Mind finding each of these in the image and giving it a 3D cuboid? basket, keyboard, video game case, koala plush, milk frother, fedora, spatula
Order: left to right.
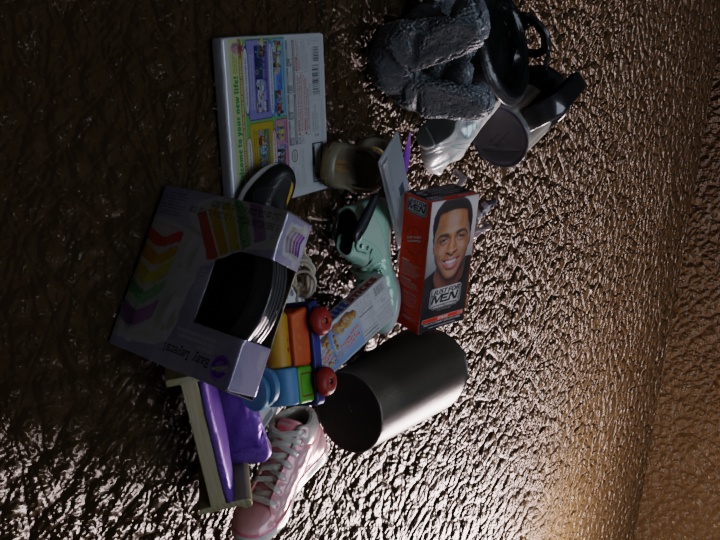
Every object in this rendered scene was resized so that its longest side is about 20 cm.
[{"bbox_3d":[-0.107,-0.188,0.964,0.181,0.022,0.205,-23,118,-49],"label":"video game case"},{"bbox_3d":[0.035,-0.112,1.082,0.201,0.020,0.057,-57,157,-32],"label":"spatula"},{"bbox_3d":[0.039,0.174,1.119,0.198,0.178,0.139,-17,83,-55],"label":"basket"},{"bbox_3d":[0.054,-0.109,1.091,0.201,0.010,0.057,72,38,-56],"label":"keyboard"},{"bbox_3d":[0.112,-0.342,1.136,0.180,0.179,0.203,76,21,-43],"label":"koala plush"},{"bbox_3d":[0.205,-0.358,1.267,0.199,0.090,0.206,16,70,-51],"label":"fedora"},{"bbox_3d":[0.279,-0.328,1.383,0.200,0.181,0.188,46,51,2],"label":"milk frother"}]

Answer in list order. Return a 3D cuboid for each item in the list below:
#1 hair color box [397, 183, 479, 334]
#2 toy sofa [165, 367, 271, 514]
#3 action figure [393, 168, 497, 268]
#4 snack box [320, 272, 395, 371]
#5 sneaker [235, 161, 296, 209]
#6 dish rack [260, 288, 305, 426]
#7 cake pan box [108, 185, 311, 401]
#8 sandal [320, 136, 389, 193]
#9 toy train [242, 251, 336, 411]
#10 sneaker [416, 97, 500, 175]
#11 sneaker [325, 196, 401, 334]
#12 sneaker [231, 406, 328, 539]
[{"bbox_3d":[0.112,-0.018,1.146,0.100,0.061,0.205,-14,117,-36],"label":"hair color box"},{"bbox_3d":[-0.159,0.174,0.896,0.095,0.083,0.204,-10,117,-8],"label":"toy sofa"},{"bbox_3d":[0.120,-0.076,1.228,0.193,0.104,0.202,-45,129,-23],"label":"action figure"},{"bbox_3d":[-0.030,0.089,1.043,0.199,0.024,0.073,-40,131,-30],"label":"snack box"},{"bbox_3d":[-0.119,-0.029,0.907,0.202,0.089,0.070,-57,146,-9],"label":"sneaker"},{"bbox_3d":[-0.124,0.107,1.001,0.201,0.043,0.173,-54,138,-29],"label":"dish rack"},{"bbox_3d":[-0.156,0.017,0.802,0.052,0.197,0.188,26,81,-55],"label":"cake pan box"},{"bbox_3d":[0.008,-0.147,1.090,0.199,0.053,0.083,-16,112,-63],"label":"sandal"},{"bbox_3d":[-0.096,0.061,0.903,0.115,0.083,0.206,0,84,-59],"label":"toy train"},{"bbox_3d":[0.164,-0.237,1.286,0.200,0.070,0.081,-41,143,-25],"label":"sneaker"},{"bbox_3d":[0.000,0.000,1.112,0.117,0.072,0.206,-15,102,-58],"label":"sneaker"},{"bbox_3d":[-0.113,0.259,1.028,0.200,0.074,0.107,-47,138,-46],"label":"sneaker"}]
